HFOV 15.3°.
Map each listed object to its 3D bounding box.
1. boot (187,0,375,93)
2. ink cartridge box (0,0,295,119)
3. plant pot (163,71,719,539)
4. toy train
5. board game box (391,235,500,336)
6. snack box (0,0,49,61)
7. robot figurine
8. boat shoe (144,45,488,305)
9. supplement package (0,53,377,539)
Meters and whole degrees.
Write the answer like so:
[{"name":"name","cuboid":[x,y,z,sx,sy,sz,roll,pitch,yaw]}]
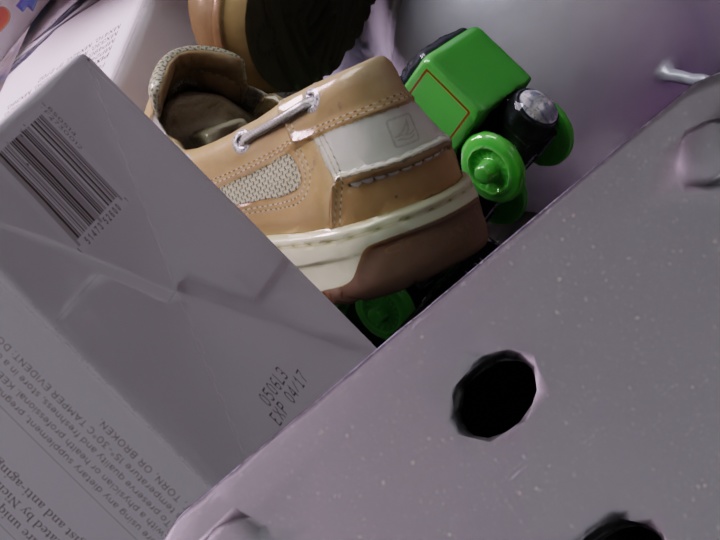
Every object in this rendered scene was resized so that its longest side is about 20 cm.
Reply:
[{"name":"boot","cuboid":[-0.089,-0.117,0.898,0.200,0.066,0.175,0,38,23]},{"name":"ink cartridge box","cuboid":[-0.050,-0.054,0.983,0.084,0.145,0.200,-29,28,32]},{"name":"plant pot","cuboid":[0.081,0.086,0.468,0.200,0.177,0.200,-40,47,8]},{"name":"toy train","cuboid":[0.000,0.000,0.852,0.042,0.056,0.200,-37,-12,-46]},{"name":"board game box","cuboid":[-0.024,0.082,0.798,0.200,0.028,0.135,-47,-6,-9]},{"name":"snack box","cuboid":[-0.124,-0.122,1.001,0.200,0.024,0.072,-53,23,-13]},{"name":"robot figurine","cuboid":[0.058,-0.090,0.915,0.169,0.113,0.200,-24,25,0]},{"name":"boat shoe","cuboid":[-0.041,-0.031,0.795,0.072,0.076,0.200,-29,14,-38]},{"name":"supplement package","cuboid":[-0.111,0.065,0.679,0.200,0.120,0.121,-42,7,23]}]
